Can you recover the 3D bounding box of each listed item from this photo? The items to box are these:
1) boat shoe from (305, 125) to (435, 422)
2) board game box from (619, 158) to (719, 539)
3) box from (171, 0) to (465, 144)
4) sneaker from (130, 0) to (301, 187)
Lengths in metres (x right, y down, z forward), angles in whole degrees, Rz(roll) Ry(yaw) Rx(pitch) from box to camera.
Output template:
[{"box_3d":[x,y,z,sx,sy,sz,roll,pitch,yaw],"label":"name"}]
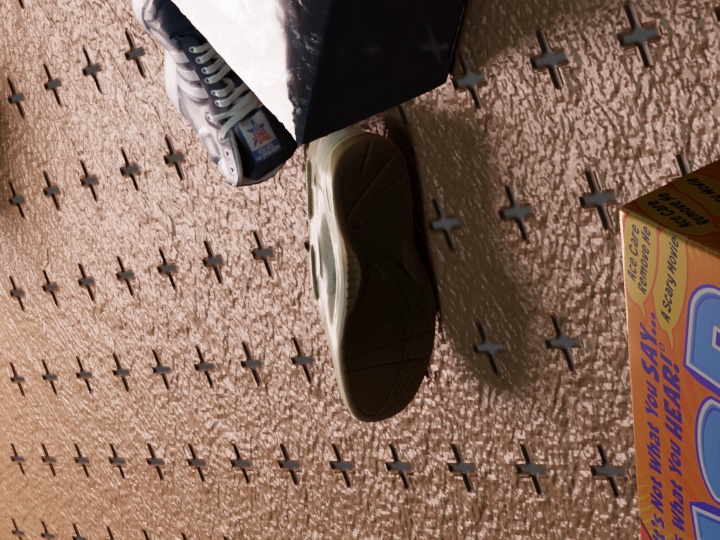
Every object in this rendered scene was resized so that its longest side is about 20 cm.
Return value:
[{"box_3d":[0.000,0.000,1.438,0.065,0.072,0.201,35,137,57],"label":"boat shoe"},{"box_3d":[0.251,0.057,0.920,0.200,0.200,0.200,29,135,48],"label":"board game box"},{"box_3d":[-0.033,-0.218,1.276,0.200,0.117,0.197,48,147,27],"label":"box"},{"box_3d":[-0.087,-0.129,1.452,0.109,0.070,0.200,54,169,23],"label":"sneaker"}]
